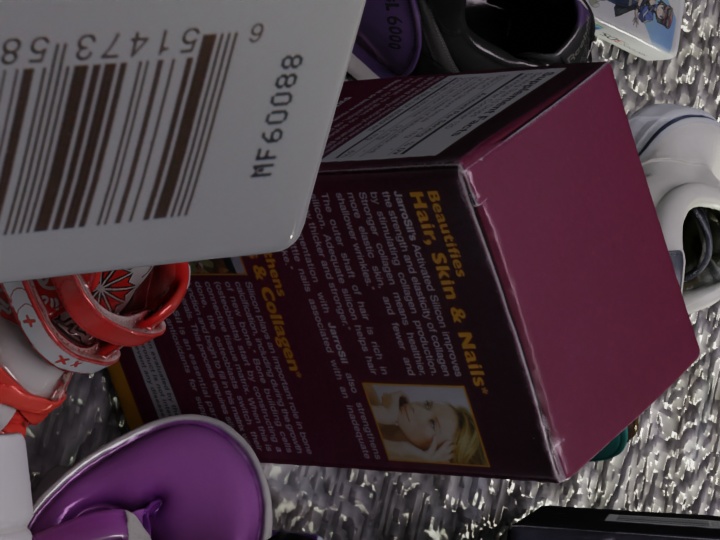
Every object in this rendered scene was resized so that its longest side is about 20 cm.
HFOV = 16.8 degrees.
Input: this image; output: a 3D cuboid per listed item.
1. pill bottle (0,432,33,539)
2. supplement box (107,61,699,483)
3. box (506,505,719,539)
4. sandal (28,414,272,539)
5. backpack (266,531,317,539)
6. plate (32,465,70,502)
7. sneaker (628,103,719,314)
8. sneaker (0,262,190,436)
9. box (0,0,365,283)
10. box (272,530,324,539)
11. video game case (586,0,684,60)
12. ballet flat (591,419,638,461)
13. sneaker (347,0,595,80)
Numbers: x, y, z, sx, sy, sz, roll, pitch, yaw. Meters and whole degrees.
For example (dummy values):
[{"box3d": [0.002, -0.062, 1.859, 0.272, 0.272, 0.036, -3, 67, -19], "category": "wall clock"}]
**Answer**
[{"box3d": [-0.132, 0.150, 0.690, 0.119, 0.119, 0.201, -1, 85, -47], "category": "pill bottle"}, {"box3d": [0.000, 0.000, 0.823, 0.086, 0.200, 0.111, -36, 115, -41], "category": "supplement box"}, {"box3d": [0.113, 0.196, 0.943, 0.200, 0.123, 0.199, 28, 65, -81], "category": "box"}, {"box3d": [-0.101, 0.121, 0.781, 0.082, 0.050, 0.203, 42, 66, 9], "category": "sandal"}, {"box3d": [0.021, 0.172, 0.761, 0.200, 0.127, 0.167, 39, 82, -22], "category": "backpack"}, {"box3d": [-0.063, 0.196, 0.826, 0.200, 0.032, 0.200, 35, 62, -15], "category": "plate"}, {"box3d": [0.126, -0.015, 0.985, 0.200, 0.071, 0.073, -40, 141, -59], "category": "sneaker"}, {"box3d": [-0.119, 0.030, 0.764, 0.067, 0.108, 0.202, 35, 66, -41], "category": "sneaker"}, {"box3d": [-0.113, -0.120, 0.651, 0.198, 0.171, 0.201, -7, 129, -34], "category": "box"}, {"box3d": [-0.036, 0.217, 0.904, 0.137, 0.039, 0.200, 51, 56, -33], "category": "box"}, {"box3d": [0.090, -0.212, 1.048, 0.182, 0.022, 0.201, 19, 76, -45], "category": "video game case"}, {"box3d": [0.047, 0.011, 0.984, 0.200, 0.068, 0.073, 29, 50, -39], "category": "ballet flat"}, {"box3d": [0.063, -0.075, 0.971, 0.200, 0.087, 0.076, 35, 65, -42], "category": "sneaker"}]
